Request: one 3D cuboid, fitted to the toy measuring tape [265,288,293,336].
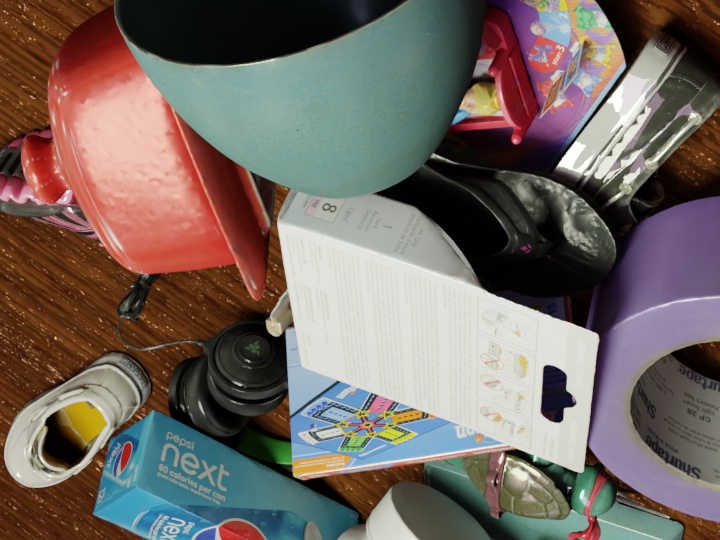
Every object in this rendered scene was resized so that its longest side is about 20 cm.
[{"bbox_3d":[0.000,0.000,1.096,0.073,0.074,0.200,38,137,2],"label":"toy measuring tape"}]

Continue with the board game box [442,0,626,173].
[{"bbox_3d":[0.056,-0.109,0.987,0.157,0.039,0.200,32,136,-2],"label":"board game box"}]

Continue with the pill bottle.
[{"bbox_3d":[0.006,0.259,1.210,0.114,0.114,0.201,36,109,3],"label":"pill bottle"}]

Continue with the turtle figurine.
[{"bbox_3d":[0.109,0.117,1.116,0.198,0.101,0.151,19,133,23],"label":"turtle figurine"}]

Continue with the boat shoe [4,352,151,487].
[{"bbox_3d":[-0.247,0.138,1.367,0.071,0.070,0.199,49,132,-8],"label":"boat shoe"}]

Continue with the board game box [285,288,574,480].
[{"bbox_3d":[0.046,0.073,1.090,0.198,0.104,0.019,-10,161,21],"label":"board game box"}]

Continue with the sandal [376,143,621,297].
[{"bbox_3d":[0.055,-0.034,0.982,0.199,0.048,0.076,24,119,14],"label":"sandal"}]

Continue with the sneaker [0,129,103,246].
[{"bbox_3d":[-0.194,-0.046,1.212,0.198,0.079,0.096,7,136,29],"label":"sneaker"}]

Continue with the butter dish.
[{"bbox_3d":[-0.142,-0.083,1.040,0.146,0.200,0.201,-19,114,7],"label":"butter dish"}]

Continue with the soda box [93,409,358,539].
[{"bbox_3d":[-0.098,0.184,1.259,0.199,0.068,0.064,30,138,-27],"label":"soda box"}]

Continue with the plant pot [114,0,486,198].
[{"bbox_3d":[-0.017,-0.119,0.902,0.198,0.201,0.135,5,136,28],"label":"plant pot"}]

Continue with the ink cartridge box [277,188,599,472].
[{"bbox_3d":[0.051,0.033,1.002,0.198,0.057,0.163,16,147,14],"label":"ink cartridge box"}]

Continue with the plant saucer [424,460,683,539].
[{"bbox_3d":[0.133,0.183,1.206,0.198,0.019,0.070,17,128,22],"label":"plant saucer"}]

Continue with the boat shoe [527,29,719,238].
[{"bbox_3d":[0.148,-0.050,0.996,0.063,0.071,0.201,37,131,4],"label":"boat shoe"}]

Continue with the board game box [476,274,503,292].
[{"bbox_3d":[0.034,-0.033,1.110,0.104,0.023,0.201,-9,116,33],"label":"board game box"}]

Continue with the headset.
[{"bbox_3d":[-0.094,0.072,1.243,0.199,0.094,0.123,35,139,-17],"label":"headset"}]

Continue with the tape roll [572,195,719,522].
[{"bbox_3d":[0.229,0.057,0.981,0.198,0.085,0.201,11,138,11],"label":"tape roll"}]
